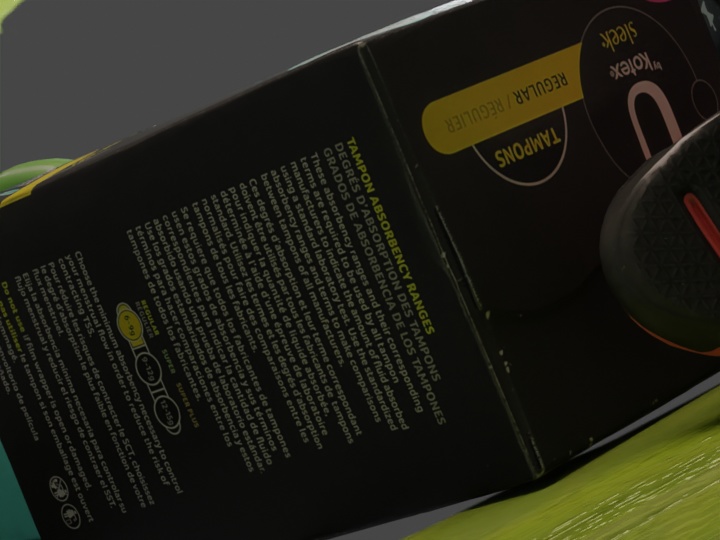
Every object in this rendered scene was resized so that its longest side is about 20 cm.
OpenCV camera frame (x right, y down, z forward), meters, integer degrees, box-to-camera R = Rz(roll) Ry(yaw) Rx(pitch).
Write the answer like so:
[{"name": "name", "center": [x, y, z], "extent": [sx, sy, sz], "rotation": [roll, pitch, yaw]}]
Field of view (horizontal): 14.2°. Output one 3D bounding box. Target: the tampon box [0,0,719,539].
[{"name": "tampon box", "center": [0.000, 0.000, 0.856], "extent": [0.200, 0.127, 0.150], "rotation": [-20, 4, 42]}]

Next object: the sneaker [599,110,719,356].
[{"name": "sneaker", "center": [0.140, -0.012, 0.792], "extent": [0.200, 0.074, 0.087], "rotation": [-19, -13, -31]}]

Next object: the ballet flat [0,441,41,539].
[{"name": "ballet flat", "center": [-0.072, 0.062, 1.024], "extent": [0.199, 0.068, 0.072], "rotation": [-22, -18, 0]}]

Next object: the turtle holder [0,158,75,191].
[{"name": "turtle holder", "center": [-0.084, 0.018, 1.144], "extent": [0.185, 0.141, 0.132], "rotation": [-31, -21, 37]}]

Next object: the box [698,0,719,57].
[{"name": "box", "center": [0.199, -0.131, 1.218], "extent": [0.196, 0.124, 0.200], "rotation": [-24, -24, -14]}]
